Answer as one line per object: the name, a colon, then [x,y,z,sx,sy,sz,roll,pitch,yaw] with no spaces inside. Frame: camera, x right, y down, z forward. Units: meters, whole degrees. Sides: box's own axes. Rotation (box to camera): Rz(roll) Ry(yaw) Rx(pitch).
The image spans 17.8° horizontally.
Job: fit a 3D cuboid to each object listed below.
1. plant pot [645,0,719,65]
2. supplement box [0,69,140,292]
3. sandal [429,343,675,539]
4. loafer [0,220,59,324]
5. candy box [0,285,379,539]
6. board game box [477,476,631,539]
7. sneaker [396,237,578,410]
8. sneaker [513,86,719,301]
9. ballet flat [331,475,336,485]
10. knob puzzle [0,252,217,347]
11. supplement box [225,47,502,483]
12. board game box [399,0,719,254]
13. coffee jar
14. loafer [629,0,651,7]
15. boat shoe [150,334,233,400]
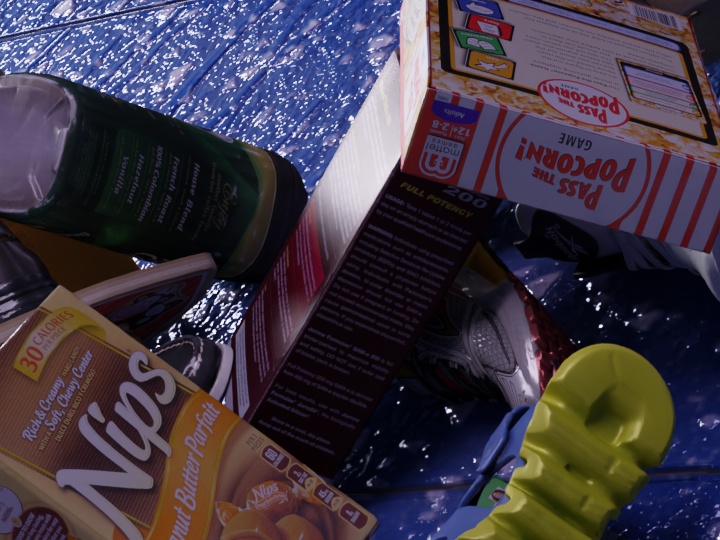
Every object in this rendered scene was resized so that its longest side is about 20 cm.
plant pot: [0.181,-0.195,1.313,0.199,0.200,0.135,-27,70,8]
supplement box: [-0.210,-0.047,1.400,0.066,0.201,0.069,-40,35,-13]
sandal: [0.066,0.126,1.035,0.200,0.079,0.087,-51,7,-17]
loafer: [-0.215,0.025,1.357,0.072,0.073,0.200,-21,-10,-24]
candy box: [-0.103,0.110,1.112,0.055,0.199,0.116,-55,-2,42]
board game box: [0.045,0.191,1.047,0.200,0.029,0.134,-45,35,-19]
sneaker: [0.063,0.045,1.189,0.082,0.078,0.200,-41,26,0]
sneaker: [0.143,-0.021,1.192,0.129,0.080,0.200,-26,34,12]
ballet flat: [-0.108,0.136,1.209,0.199,0.070,0.070,-29,34,4]
knob puzzle: [-0.163,0.049,1.305,0.218,0.031,0.220,-25,-10,-5]
supplement box: [0.000,0.000,1.178,0.201,0.061,0.109,-60,17,23]
board game box: [0.096,-0.089,1.123,0.150,0.047,0.200,15,26,-6]
coffee jar: [-0.128,-0.051,1.352,0.104,0.199,0.086,11,86,46]
loafer: [0.089,-0.088,1.289,0.200,0.063,0.072,-37,1,27]
boat shoe: [-0.151,0.086,1.261,0.199,0.060,0.074,-32,29,36]
